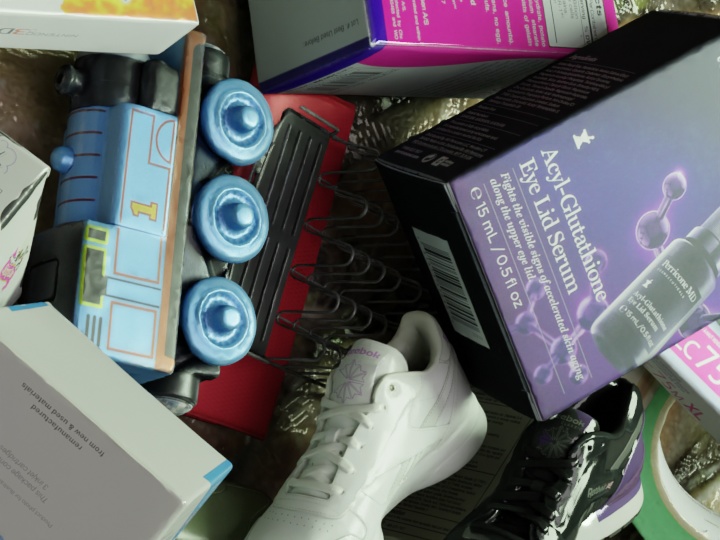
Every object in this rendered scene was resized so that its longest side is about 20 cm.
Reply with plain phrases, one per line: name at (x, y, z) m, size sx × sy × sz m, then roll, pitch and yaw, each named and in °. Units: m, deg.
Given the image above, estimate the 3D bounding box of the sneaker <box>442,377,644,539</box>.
sneaker at (0.092, 0.119, 1.113) m, size 0.200 × 0.075 × 0.088 m, roll -38°, pitch 140°, yaw -50°

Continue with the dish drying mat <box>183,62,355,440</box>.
dish drying mat at (-0.057, -0.010, 1.169) m, size 0.076 × 0.018 × 0.202 m, roll 23°, pitch 79°, yaw -40°

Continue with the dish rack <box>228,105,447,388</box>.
dish rack at (0.000, 0.000, 1.177) m, size 0.200 × 0.054 × 0.155 m, roll 28°, pitch 74°, yaw -51°

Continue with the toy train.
toy train at (-0.111, -0.029, 1.063) m, size 0.114 × 0.086 × 0.202 m, roll 16°, pitch 71°, yaw -36°

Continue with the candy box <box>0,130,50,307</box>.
candy box at (-0.230, 0.036, 0.921) m, size 0.071 × 0.168 × 0.201 m, roll 36°, pitch 65°, yaw 2°

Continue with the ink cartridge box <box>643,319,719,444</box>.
ink cartridge box at (0.265, 0.014, 1.259) m, size 0.119 × 0.042 × 0.200 m, roll 44°, pitch 70°, yaw -9°

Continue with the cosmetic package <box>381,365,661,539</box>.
cosmetic package at (0.092, 0.105, 1.251) m, size 0.201 × 0.105 × 0.071 m, roll -54°, pitch 126°, yaw -23°

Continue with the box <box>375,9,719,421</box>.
box at (0.132, -0.035, 1.137) m, size 0.199 × 0.104 × 0.149 m, roll -29°, pitch 109°, yaw -14°

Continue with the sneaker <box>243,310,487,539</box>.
sneaker at (-0.010, 0.097, 1.106) m, size 0.200 × 0.074 × 0.100 m, roll -44°, pitch 127°, yaw -42°

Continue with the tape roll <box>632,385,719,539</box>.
tape roll at (0.262, 0.111, 1.346) m, size 0.048 × 0.199 × 0.202 m, roll -68°, pitch 143°, yaw -68°

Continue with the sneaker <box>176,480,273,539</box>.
sneaker at (-0.121, 0.106, 1.087) m, size 0.199 × 0.067 × 0.091 m, roll 2°, pitch 96°, yaw -38°

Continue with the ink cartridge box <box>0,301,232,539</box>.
ink cartridge box at (-0.174, 0.131, 0.930) m, size 0.125 × 0.129 × 0.200 m, roll 39°, pitch 95°, yaw 3°

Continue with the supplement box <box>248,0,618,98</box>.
supplement box at (0.043, -0.158, 1.180) m, size 0.199 × 0.101 × 0.104 m, roll -1°, pitch 80°, yaw -41°

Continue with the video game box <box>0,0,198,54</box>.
video game box at (-0.184, -0.198, 0.991) m, size 0.199 × 0.047 × 0.184 m, roll -3°, pitch 76°, yaw -41°
